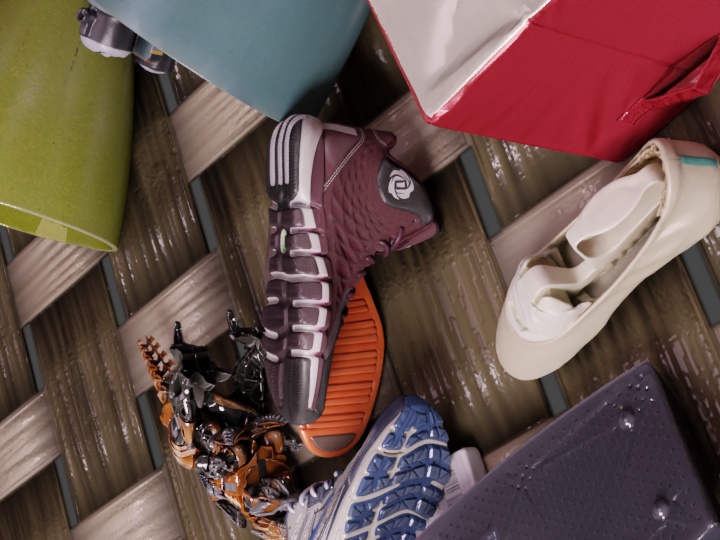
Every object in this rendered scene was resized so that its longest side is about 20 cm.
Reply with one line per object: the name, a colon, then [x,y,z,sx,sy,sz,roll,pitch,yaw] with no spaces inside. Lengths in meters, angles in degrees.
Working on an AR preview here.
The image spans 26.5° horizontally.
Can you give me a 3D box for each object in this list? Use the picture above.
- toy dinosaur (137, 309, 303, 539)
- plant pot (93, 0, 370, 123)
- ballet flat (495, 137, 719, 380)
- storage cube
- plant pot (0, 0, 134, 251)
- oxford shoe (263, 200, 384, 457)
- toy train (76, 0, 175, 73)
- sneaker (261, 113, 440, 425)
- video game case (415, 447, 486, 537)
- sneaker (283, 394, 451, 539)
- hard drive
toy dinosaur: [-0.107,0.110,1.114,0.199,0.102,0.136,26,124,20]
plant pot: [-0.074,-0.216,1.035,0.200,0.200,0.161,42,102,37]
ballet flat: [0.132,-0.006,0.905,0.200,0.069,0.070,-48,57,31]
storage cube: [0.116,-0.186,0.855,0.171,0.179,0.201,-41,60,34]
plant pot: [-0.255,-0.138,1.227,0.186,0.187,0.201,10,81,44]
oxford shoe: [-0.030,0.029,1.070,0.073,0.071,0.201,162,107,-66]
toy train: [-0.147,-0.248,1.155,0.085,0.114,0.201,36,112,39]
sneaker: [0.000,0.000,1.001,0.076,0.115,0.201,-167,78,-65]
video game case: [0.025,0.221,1.024,0.200,0.018,0.144,-33,66,37]
sneaker: [-0.012,0.161,1.002,0.085,0.077,0.201,40,114,42]
hard drive: [0.119,0.158,0.886,0.200,0.042,0.135,-42,37,25]
